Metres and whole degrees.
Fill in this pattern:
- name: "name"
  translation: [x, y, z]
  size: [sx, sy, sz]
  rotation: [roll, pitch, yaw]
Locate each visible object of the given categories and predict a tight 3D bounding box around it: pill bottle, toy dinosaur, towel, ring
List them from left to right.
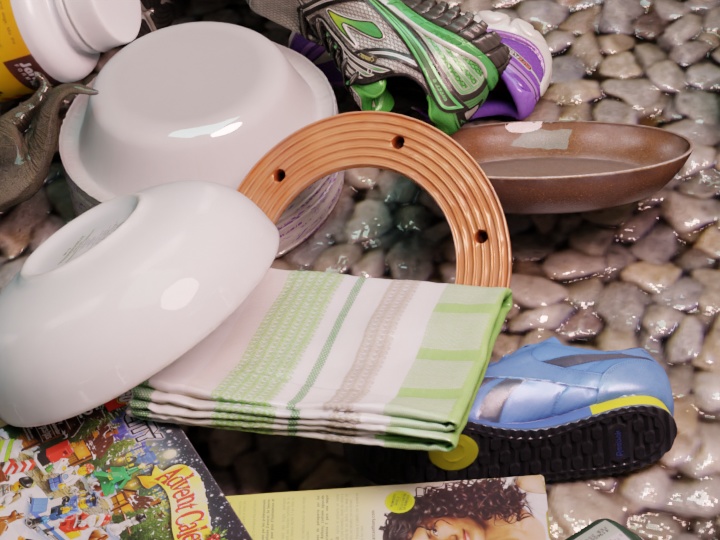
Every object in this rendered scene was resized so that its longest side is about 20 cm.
- name: "pill bottle"
  translation: [-0.264, -0.178, 1.212]
  size: [0.199, 0.110, 0.110]
  rotation: [-13, 41, 20]
- name: "toy dinosaur"
  translation: [-0.253, -0.077, 1.173]
  size: [0.199, 0.077, 0.103]
  rotation: [-10, 62, 24]
- name: "towel"
  translation: [-0.023, 0.041, 0.971]
  size: [0.199, 0.031, 0.149]
  rotation: [4, 36, 17]
- name: "ring"
  translation: [0.000, 0.000, 1.047]
  size: [0.199, 0.019, 0.202]
  rotation: [-3, 80, 19]

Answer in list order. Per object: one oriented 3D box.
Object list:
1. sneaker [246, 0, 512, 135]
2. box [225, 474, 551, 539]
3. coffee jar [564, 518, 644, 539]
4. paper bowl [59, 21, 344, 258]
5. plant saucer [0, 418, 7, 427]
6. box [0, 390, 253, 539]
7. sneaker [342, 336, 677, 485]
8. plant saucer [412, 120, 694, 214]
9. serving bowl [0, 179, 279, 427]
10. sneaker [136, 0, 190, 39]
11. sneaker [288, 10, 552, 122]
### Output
- name: "sneaker"
  translation: [0.001, -0.162, 1.171]
  size: [0.199, 0.078, 0.086]
  rotation: [26, 78, 19]
- name: "box"
  translation: [0.008, 0.163, 0.935]
  size: [0.199, 0.050, 0.076]
  rotation: [-6, 43, 3]
- name: "coffee jar"
  translation: [0.068, 0.214, 0.836]
  size: [0.199, 0.105, 0.085]
  rotation: [-27, 49, -19]
- name: "paper bowl"
  translation: [-0.114, -0.098, 1.178]
  size: [0.199, 0.105, 0.201]
  rotation: [-5, 45, 4]
- name: "plant saucer"
  translation: [-0.215, 0.100, 1.040]
  size: [0.199, 0.032, 0.201]
  rotation: [-3, 44, 3]
- name: "box"
  translation: [-0.145, 0.142, 0.914]
  size: [0.136, 0.038, 0.200]
  rotation: [-24, 36, -15]
- name: "sneaker"
  translation: [0.087, 0.083, 0.998]
  size: [0.199, 0.066, 0.079]
  rotation: [-7, 41, -2]
- name: "plant saucer"
  translation: [0.122, -0.069, 1.119]
  size: [0.199, 0.032, 0.200]
  rotation: [-3, 16, 1]
- name: "serving bowl"
  translation: [-0.148, 0.005, 0.993]
  size: [0.199, 0.066, 0.200]
  rotation: [-27, 21, 11]
- name: "sneaker"
  translation: [-0.219, -0.219, 1.336]
  size: [0.200, 0.077, 0.085]
  rotation: [-34, 45, -26]
- name: "sneaker"
  translation: [0.039, -0.151, 1.228]
  size: [0.199, 0.081, 0.084]
  rotation: [6, 47, 14]
